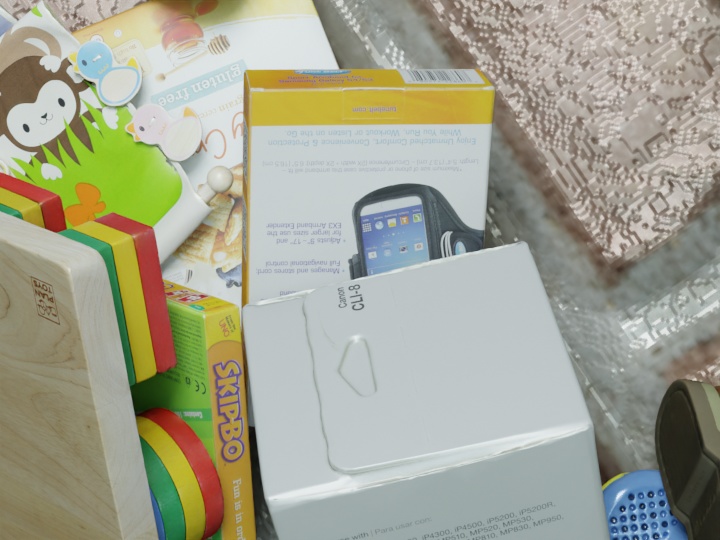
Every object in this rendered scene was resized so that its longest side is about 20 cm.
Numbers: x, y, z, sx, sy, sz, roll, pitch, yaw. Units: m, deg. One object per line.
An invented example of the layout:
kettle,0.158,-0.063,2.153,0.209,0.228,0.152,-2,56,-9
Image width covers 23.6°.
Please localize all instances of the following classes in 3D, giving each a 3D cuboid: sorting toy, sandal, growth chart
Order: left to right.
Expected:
growth chart,-0.171,-0.064,0.890,0.200,0.018,0.145,39,108,8
sorting toy,-0.148,0.055,0.827,0.069,0.200,0.199,-25,119,-36
sandal,0.198,0.181,0.883,0.200,0.087,0.080,44,91,2

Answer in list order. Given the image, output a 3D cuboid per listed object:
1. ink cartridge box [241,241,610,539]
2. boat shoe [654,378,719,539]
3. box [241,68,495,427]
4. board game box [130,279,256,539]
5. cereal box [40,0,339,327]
ink cartridge box,0.037,0.116,0.811,0.144,0.146,0.200,-14,126,0
boat shoe,0.196,0.135,0.830,0.068,0.072,0.200,8,49,-12
box,0.000,0.000,0.858,0.119,0.042,0.201,-1,114,-9
board game box,-0.089,0.105,0.860,0.030,0.095,0.201,-13,109,-38
cereal box,-0.065,-0.050,0.907,0.143,0.040,0.201,-22,90,0
